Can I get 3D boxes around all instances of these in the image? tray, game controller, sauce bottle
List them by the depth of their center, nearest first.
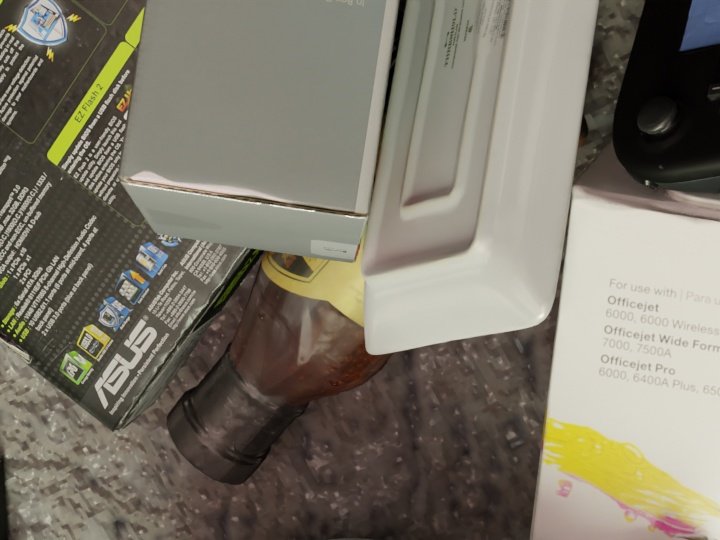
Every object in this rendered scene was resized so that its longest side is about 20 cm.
[{"bbox_3d":[0.141,-0.113,0.707,0.042,0.200,0.104,35,148,-30],"label":"game controller"},{"bbox_3d":[0.039,-0.075,0.751,0.107,0.022,0.200,-13,63,57],"label":"tray"},{"bbox_3d":[0.000,0.000,0.842,0.066,0.066,0.200,42,110,2],"label":"sauce bottle"}]

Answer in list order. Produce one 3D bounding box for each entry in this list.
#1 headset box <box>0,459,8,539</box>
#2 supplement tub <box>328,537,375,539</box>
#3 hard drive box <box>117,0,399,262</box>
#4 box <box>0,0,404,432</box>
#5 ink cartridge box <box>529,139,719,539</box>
[{"bbox_3d":[-0.231,0.151,0.944,0.200,0.075,0.149,4,106,15],"label":"headset box"},{"bbox_3d":[-0.024,0.188,0.828,0.144,0.200,0.145,4,104,15],"label":"supplement tub"},{"bbox_3d":[-0.023,-0.111,0.732,0.077,0.156,0.200,9,86,-1],"label":"hard drive box"},{"bbox_3d":[-0.111,-0.071,0.865,0.193,0.048,0.200,38,111,5],"label":"box"},{"bbox_3d":[0.142,0.060,0.774,0.144,0.147,0.200,9,108,13],"label":"ink cartridge box"}]
